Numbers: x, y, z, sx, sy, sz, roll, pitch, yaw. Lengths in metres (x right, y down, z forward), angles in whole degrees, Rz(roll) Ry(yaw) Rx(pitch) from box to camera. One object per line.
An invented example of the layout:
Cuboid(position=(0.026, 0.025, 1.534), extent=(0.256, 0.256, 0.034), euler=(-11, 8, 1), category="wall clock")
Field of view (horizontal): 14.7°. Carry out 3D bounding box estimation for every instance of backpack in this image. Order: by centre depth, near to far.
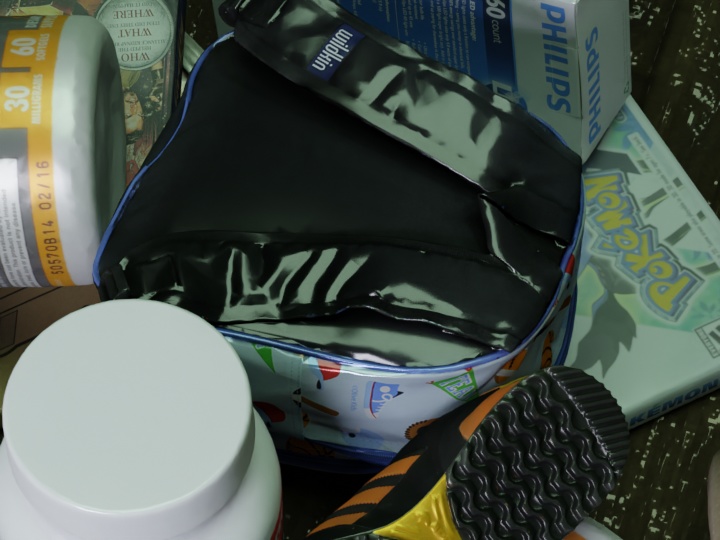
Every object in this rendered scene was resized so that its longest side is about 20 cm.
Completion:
Cuboid(position=(0.000, 0.000, 1.195), extent=(0.189, 0.154, 0.201), euler=(12, 58, 18), category="backpack")

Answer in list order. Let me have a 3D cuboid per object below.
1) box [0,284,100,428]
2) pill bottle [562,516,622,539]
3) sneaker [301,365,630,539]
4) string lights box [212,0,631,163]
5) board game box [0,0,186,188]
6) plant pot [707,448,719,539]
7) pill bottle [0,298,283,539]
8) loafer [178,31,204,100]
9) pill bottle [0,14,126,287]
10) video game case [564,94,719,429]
Cuboid(position=(-0.153, 0.001, 1.297), extent=(0.199, 0.021, 0.164), euler=(1, 56, 1), category="box")
Cuboid(position=(0.038, 0.195, 1.115), extent=(0.112, 0.112, 0.200), euler=(40, 65, 23), category="pill bottle")
Cuboid(position=(0.017, 0.114, 1.097), extent=(0.200, 0.090, 0.070), euler=(-39, 93, -8), category="sneaker")
Cuboid(position=(0.026, -0.130, 1.317), extent=(0.199, 0.103, 0.059), euler=(19, 51, 22), category="string lights box")
Cuboid(position=(-0.182, -0.065, 1.269), extent=(0.199, 0.035, 0.136), euler=(3, 87, 3), category="board game box")
Cuboid(position=(0.237, 0.118, 1.139), extent=(0.174, 0.201, 0.201), euler=(-10, 55, 14), category="plant pot")
Cuboid(position=(-0.087, 0.106, 1.119), extent=(0.115, 0.200, 0.116), euler=(0, 56, 0), category="pill bottle")
Cuboid(position=(-0.142, -0.118, 1.341), extent=(0.063, 0.072, 0.200), euler=(-36, 57, -20), category="loafer")
Cuboid(position=(-0.204, -0.049, 1.194), extent=(0.199, 0.117, 0.117), euler=(-1, 56, 3), category="pill bottle")
Cuboid(position=(0.076, -0.006, 1.303), extent=(0.181, 0.022, 0.200), euler=(-23, 60, -15), category="video game case")
